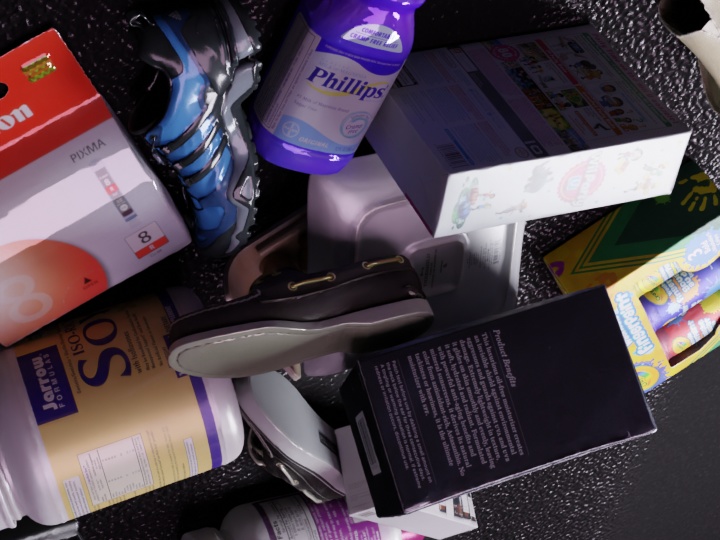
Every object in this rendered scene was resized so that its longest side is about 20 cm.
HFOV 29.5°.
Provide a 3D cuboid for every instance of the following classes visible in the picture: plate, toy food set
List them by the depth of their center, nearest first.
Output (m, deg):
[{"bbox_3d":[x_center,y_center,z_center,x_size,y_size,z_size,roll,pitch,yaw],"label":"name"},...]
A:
[{"bbox_3d":[0.052,-0.008,1.081,0.199,0.032,0.200,-14,128,-22],"label":"plate"},{"bbox_3d":[0.000,0.000,1.116,0.199,0.061,0.144,-32,141,3],"label":"toy food set"}]

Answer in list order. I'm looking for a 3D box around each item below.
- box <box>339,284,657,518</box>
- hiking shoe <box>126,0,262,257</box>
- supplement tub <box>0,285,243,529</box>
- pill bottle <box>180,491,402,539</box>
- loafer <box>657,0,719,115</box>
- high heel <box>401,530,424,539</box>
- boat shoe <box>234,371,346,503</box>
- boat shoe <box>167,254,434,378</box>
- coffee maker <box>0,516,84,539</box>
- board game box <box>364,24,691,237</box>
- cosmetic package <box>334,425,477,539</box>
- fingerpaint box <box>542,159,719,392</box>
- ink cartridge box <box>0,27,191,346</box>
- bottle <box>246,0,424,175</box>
[{"bbox_3d":[0.097,0.107,1.075,0.197,0.124,0.200,-16,171,-8],"label":"box"},{"bbox_3d":[-0.118,-0.095,0.941,0.086,0.074,0.201,-10,126,-19],"label":"hiking shoe"},{"bbox_3d":[-0.202,0.106,1.039,0.199,0.146,0.146,-18,140,-14],"label":"supplement tub"},{"bbox_3d":[-0.068,0.273,1.325,0.199,0.113,0.113,-10,137,-23],"label":"pill bottle"},{"bbox_3d":[0.271,-0.196,1.068,0.068,0.076,0.201,-25,131,-3],"label":"loafer"},{"bbox_3d":[-0.010,0.319,1.422,0.199,0.096,0.068,-11,138,-21],"label":"high heel"},{"bbox_3d":[-0.066,0.158,1.235,0.063,0.071,0.200,-25,135,17],"label":"boat shoe"},{"bbox_3d":[-0.047,0.031,0.995,0.200,0.061,0.072,-8,153,-21],"label":"boat shoe"},{"bbox_3d":[-0.335,0.235,1.099,0.134,0.193,0.200,-33,169,40],"label":"coffee maker"},{"bbox_3d":[0.116,-0.106,1.004,0.199,0.148,0.065,-12,136,-20],"label":"board game box"},{"bbox_3d":[0.048,0.201,1.310,0.050,0.083,0.200,-22,156,21],"label":"cosmetic package"},{"bbox_3d":[0.285,0.017,1.297,0.166,0.074,0.200,-33,141,3],"label":"fingerpaint box"},{"bbox_3d":[-0.225,-0.050,0.935,0.162,0.050,0.200,-29,144,-1],"label":"ink cartridge box"},{"bbox_3d":[-0.007,-0.159,0.936,0.083,0.065,0.200,9,127,-32],"label":"bottle"}]
